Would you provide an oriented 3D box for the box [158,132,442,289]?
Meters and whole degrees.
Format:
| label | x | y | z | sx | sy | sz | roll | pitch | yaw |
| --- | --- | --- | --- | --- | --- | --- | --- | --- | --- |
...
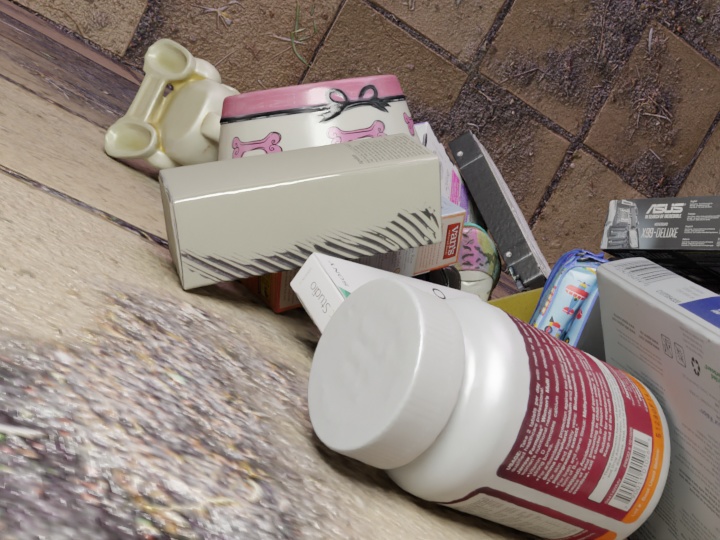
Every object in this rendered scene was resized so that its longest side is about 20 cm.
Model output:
| label | x | y | z | sx | sy | sz | roll | pitch | yaw |
| --- | --- | --- | --- | --- | --- | --- | --- | --- | --- |
| box | -0.043 | -0.047 | 0.715 | 0.196 | 0.070 | 0.082 | -10 | 23 | -14 |

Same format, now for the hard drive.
| label | x | y | z | sx | sy | sz | roll | pitch | yaw |
| --- | --- | --- | --- | --- | --- | --- | --- | --- | --- |
| hard drive | 0.171 | -0.048 | 1.116 | 0.140 | 0.037 | 0.202 | 42 | 24 | -58 |

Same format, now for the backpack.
| label | x | y | z | sx | sy | sz | roll | pitch | yaw |
| --- | --- | --- | --- | --- | --- | --- | --- | --- | --- |
| backpack | 0.212 | 0.071 | 0.874 | 0.133 | 0.185 | 0.200 | 26 | 12 | 7 |

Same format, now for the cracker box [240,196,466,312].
| label | x | y | z | sx | sy | sz | roll | pitch | yaw |
| --- | --- | --- | --- | --- | --- | --- | --- | --- | --- |
| cracker box | -0.024 | -0.037 | 0.849 | 0.197 | 0.059 | 0.134 | -14 | 34 | -34 |

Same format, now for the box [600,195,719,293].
| label | x | y | z | sx | sy | sz | roll | pitch | yaw |
| --- | --- | --- | --- | --- | --- | --- | --- | --- | --- |
| box | 0.330 | -0.015 | 0.827 | 0.156 | 0.051 | 0.199 | 21 | -10 | -32 |

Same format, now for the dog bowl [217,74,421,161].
| label | x | y | z | sx | sy | sz | roll | pitch | yaw |
| --- | --- | --- | --- | --- | --- | --- | --- | --- | --- |
| dog bowl | -0.042 | -0.135 | 0.909 | 0.196 | 0.075 | 0.200 | -8 | 10 | 1 |

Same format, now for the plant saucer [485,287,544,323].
| label | x | y | z | sx | sy | sz | roll | pitch | yaw |
| --- | --- | --- | --- | --- | --- | --- | --- | --- | --- |
| plant saucer | 0.197 | 0.071 | 1.066 | 0.197 | 0.049 | 0.199 | -16 | -21 | 31 |

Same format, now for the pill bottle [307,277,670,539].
| label | x | y | z | sx | sy | sz | roll | pitch | yaw |
| --- | --- | --- | --- | --- | --- | --- | --- | --- | --- |
| pill bottle | 0.074 | 0.081 | 0.543 | 0.198 | 0.111 | 0.109 | 26 | 8 | -33 |

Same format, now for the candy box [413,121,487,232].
| label | x | y | z | sx | sy | sz | roll | pitch | yaw |
| --- | --- | --- | --- | --- | --- | --- | --- | --- | --- |
| candy box | 0.037 | -0.071 | 1.121 | 0.165 | 0.073 | 0.200 | -7 | -32 | 27 |

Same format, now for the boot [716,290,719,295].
| label | x | y | z | sx | sy | sz | roll | pitch | yaw |
| --- | --- | --- | --- | --- | --- | --- | --- | --- | --- |
| boot | 0.344 | 0.085 | 0.737 | 0.212 | 0.079 | 0.158 | 51 | 0 | 13 |

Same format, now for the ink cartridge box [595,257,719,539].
| label | x | y | z | sx | sy | sz | roll | pitch | yaw |
| --- | --- | --- | --- | --- | --- | --- | --- | --- | --- |
| ink cartridge box | 0.202 | 0.110 | 0.580 | 0.042 | 0.204 | 0.196 | -12 | 14 | -5 |

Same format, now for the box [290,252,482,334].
| label | x | y | z | sx | sy | sz | roll | pitch | yaw |
| --- | --- | --- | --- | --- | --- | --- | --- | --- | --- |
| box | 0.056 | 0.062 | 0.706 | 0.198 | 0.037 | 0.145 | 13 | 33 | -46 |

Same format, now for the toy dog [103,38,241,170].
| label | x | y | z | sx | sy | sz | roll | pitch | yaw |
| --- | --- | --- | --- | --- | --- | --- | --- | --- | --- |
| toy dog | -0.147 | -0.146 | 1.088 | 0.191 | 0.142 | 0.199 | 10 | -14 | 35 |

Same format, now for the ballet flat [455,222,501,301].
| label | x | y | z | sx | sy | sz | roll | pitch | yaw |
| --- | --- | --- | --- | --- | --- | --- | --- | --- | --- |
| ballet flat | 0.123 | 0.024 | 1.107 | 0.068 | 0.072 | 0.201 | 6 | -27 | 8 |

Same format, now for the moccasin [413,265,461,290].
| label | x | y | z | sx | sy | sz | roll | pitch | yaw |
| --- | --- | --- | --- | --- | --- | --- | --- | --- | --- |
| moccasin | 0.000 | -0.002 | 0.959 | 0.198 | 0.075 | 0.078 | 8 | -9 | -19 |
